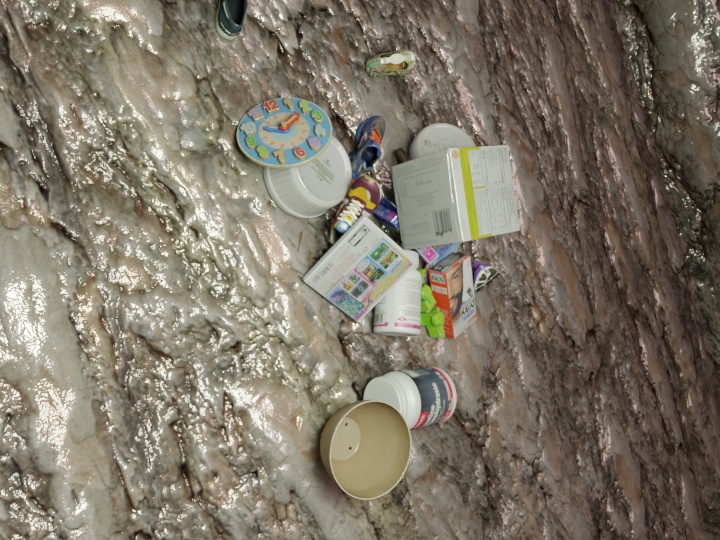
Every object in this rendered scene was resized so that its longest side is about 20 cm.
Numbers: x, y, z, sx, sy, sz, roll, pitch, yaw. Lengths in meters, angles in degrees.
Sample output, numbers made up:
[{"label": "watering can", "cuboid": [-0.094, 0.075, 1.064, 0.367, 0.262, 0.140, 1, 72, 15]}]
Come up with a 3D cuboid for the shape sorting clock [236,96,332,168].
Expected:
[{"label": "shape sorting clock", "cuboid": [-0.158, -0.291, 1.223, 0.200, 0.199, 0.039, -59, 160, -31]}]

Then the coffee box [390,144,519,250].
[{"label": "coffee box", "cuboid": [0.217, -0.167, 1.351, 0.197, 0.199, 0.201, -12, 95, -36]}]

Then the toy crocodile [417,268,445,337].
[{"label": "toy crocodile", "cuboid": [0.174, 0.089, 1.535, 0.062, 0.067, 0.201, -38, 109, -39]}]

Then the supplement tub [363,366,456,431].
[{"label": "supplement tub", "cuboid": [0.120, 0.307, 1.404, 0.200, 0.140, 0.141, 1, 83, -42]}]

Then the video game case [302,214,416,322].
[{"label": "video game case", "cuboid": [0.000, 0.000, 1.335, 0.200, 0.024, 0.182, -46, 121, 8]}]

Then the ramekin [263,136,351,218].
[{"label": "ramekin", "cuboid": [-0.107, -0.220, 1.304, 0.202, 0.094, 0.203, 8, 78, -42]}]

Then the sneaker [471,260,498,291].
[{"label": "sneaker", "cuboid": [0.324, 0.010, 1.636, 0.081, 0.200, 0.084, -39, 80, 0]}]

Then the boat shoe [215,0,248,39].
[{"label": "boat shoe", "cuboid": [-0.266, -0.589, 1.233, 0.075, 0.062, 0.201, 15, 73, -38]}]

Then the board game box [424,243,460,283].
[{"label": "board game box", "cuboid": [0.226, -0.061, 1.559, 0.103, 0.019, 0.201, -10, 127, -45]}]

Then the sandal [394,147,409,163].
[{"label": "sandal", "cuboid": [0.120, -0.221, 1.530, 0.054, 0.082, 0.201, -19, 85, -5]}]

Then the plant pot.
[{"label": "plant pot", "cuboid": [-0.008, 0.374, 1.271, 0.200, 0.134, 0.201, 2, 85, -30]}]

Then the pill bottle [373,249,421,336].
[{"label": "pill bottle", "cuboid": [0.092, 0.056, 1.434, 0.113, 0.113, 0.201, 13, 76, -41]}]

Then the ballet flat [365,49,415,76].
[{"label": "ballet flat", "cuboid": [0.100, -0.552, 1.554, 0.200, 0.075, 0.068, -25, 100, -42]}]

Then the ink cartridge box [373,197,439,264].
[{"label": "ink cartridge box", "cuboid": [0.102, -0.103, 1.464, 0.042, 0.119, 0.200, -45, 119, -3]}]

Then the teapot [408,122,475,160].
[{"label": "teapot", "cuboid": [0.209, -0.281, 1.574, 0.200, 0.146, 0.198, -30, 77, -26]}]

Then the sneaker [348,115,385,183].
[{"label": "sneaker", "cuboid": [0.025, -0.302, 1.447, 0.075, 0.078, 0.201, 37, 61, -33]}]

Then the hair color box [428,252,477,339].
[{"label": "hair color box", "cuboid": [0.249, 0.067, 1.569, 0.111, 0.064, 0.201, -33, 122, -35]}]

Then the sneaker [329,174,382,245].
[{"label": "sneaker", "cuboid": [-0.015, -0.127, 1.312, 0.075, 0.200, 0.090, 32, 54, 3]}]
